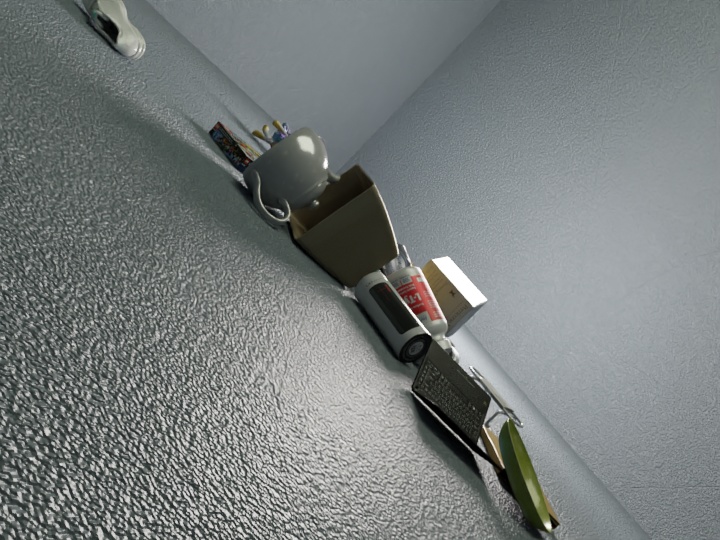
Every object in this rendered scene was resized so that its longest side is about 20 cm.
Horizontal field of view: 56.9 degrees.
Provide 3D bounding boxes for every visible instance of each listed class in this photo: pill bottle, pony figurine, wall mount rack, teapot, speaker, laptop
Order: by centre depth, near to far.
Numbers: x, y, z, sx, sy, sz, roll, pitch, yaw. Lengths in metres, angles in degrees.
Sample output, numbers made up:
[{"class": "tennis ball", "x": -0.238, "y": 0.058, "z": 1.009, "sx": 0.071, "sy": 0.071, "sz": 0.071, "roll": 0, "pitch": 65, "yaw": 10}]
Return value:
[{"class": "laptop", "x": 0.187, "y": 0.235, "z": 1.193, "sx": 0.177, "sy": 0.103, "sz": 0.201, "roll": 45, "pitch": 45, "yaw": -13}, {"class": "teapot", "x": -0.139, "y": -0.188, "z": 1.379, "sx": 0.147, "sy": 0.199, "sz": 0.197, "roll": 55, "pitch": -6, "yaw": -6}, {"class": "speaker", "x": 0.065, "y": 0.094, "z": 1.379, "sx": 0.081, "sy": 0.081, "sz": 0.201, "roll": 38, "pitch": 12, "yaw": -48}, {"class": "pill bottle", "x": 0.124, "y": 0.103, "z": 1.474, "sx": 0.202, "sy": 0.111, "sz": 0.112, "roll": 65, "pitch": 14, "yaw": 21}, {"class": "wall mount rack", "x": 0.321, "y": 0.334, "z": 1.631, "sx": 0.173, "sy": 0.075, "sz": 0.201, "roll": 33, "pitch": 15, "yaw": -49}, {"class": "pony figurine", "x": -0.241, "y": -0.411, "z": 2.215, "sx": 0.191, "sy": 0.168, "sz": 0.201, "roll": -7, "pitch": 50, "yaw": -40}]

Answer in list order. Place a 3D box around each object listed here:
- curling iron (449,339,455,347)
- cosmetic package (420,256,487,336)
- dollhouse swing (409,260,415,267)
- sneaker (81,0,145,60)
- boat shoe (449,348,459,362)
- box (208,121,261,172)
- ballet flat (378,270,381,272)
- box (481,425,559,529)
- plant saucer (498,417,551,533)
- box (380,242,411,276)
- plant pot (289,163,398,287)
[{"class": "curling iron", "x": 0.242, "y": 0.178, "z": 2.173, "sx": 0.200, "sy": 0.026, "sz": 0.050, "roll": 46, "pitch": 18, "yaw": -6}, {"class": "cosmetic package", "x": 0.260, "y": 0.087, "z": 2.097, "sx": 0.200, "sy": 0.168, "sz": 0.166, "roll": 48, "pitch": 22, "yaw": 15}, {"class": "dollhouse swing", "x": 0.073, "y": 0.038, "z": 1.931, "sx": 0.200, "sy": 0.173, "sz": 0.185, "roll": -123, "pitch": -152, "yaw": -58}, {"class": "sneaker", "x": -0.533, "y": -0.531, "z": 1.386, "sx": 0.201, "sy": 0.075, "sz": 0.088, "roll": 49, "pitch": 19, "yaw": 12}, {"class": "boat shoe", "x": 0.164, "y": 0.169, "z": 1.569, "sx": 0.068, "sy": 0.073, "sz": 0.200, "roll": 47, "pitch": 6, "yaw": -31}, {"class": "box", "x": -0.260, "y": -0.258, "z": 1.580, "sx": 0.137, "sy": 0.038, "sz": 0.200, "roll": 51, "pitch": 8, "yaw": 28}, {"class": "ballet flat", "x": 0.000, "y": 0.000, "z": 1.591, "sx": 0.200, "sy": 0.068, "sz": 0.068, "roll": 48, "pitch": -1, "yaw": 7}, {"class": "box", "x": 0.316, "y": 0.411, "z": 1.344, "sx": 0.163, "sy": 0.021, "sz": 0.200, "roll": 45, "pitch": 8, "yaw": -8}, {"class": "plant saucer", "x": 0.286, "y": 0.364, "z": 1.177, "sx": 0.201, "sy": 0.031, "sz": 0.202, "roll": -90, "pitch": 154, "yaw": -59}, {"class": "box", "x": 0.085, "y": 0.018, "z": 1.690, "sx": 0.159, "sy": 0.043, "sz": 0.203, "roll": 15, "pitch": 49, "yaw": -51}, {"class": "plant pot", "x": -0.024, "y": -0.087, "z": 1.463, "sx": 0.178, "sy": 0.199, "sz": 0.200, "roll": 54, "pitch": 3, "yaw": -24}]
